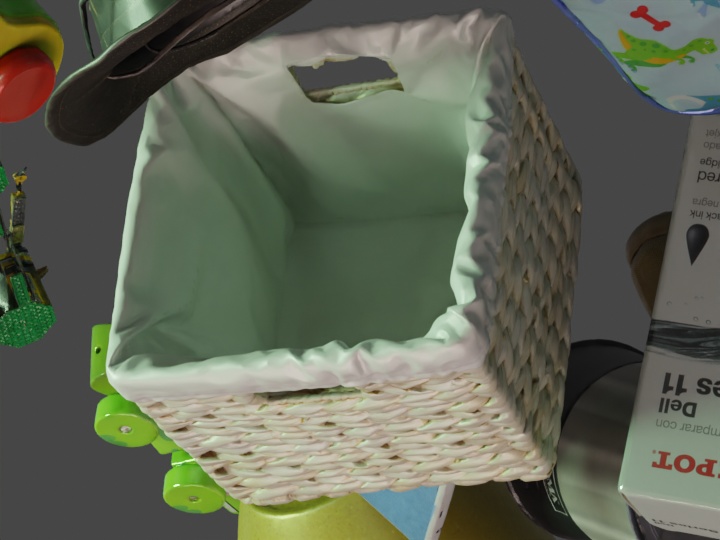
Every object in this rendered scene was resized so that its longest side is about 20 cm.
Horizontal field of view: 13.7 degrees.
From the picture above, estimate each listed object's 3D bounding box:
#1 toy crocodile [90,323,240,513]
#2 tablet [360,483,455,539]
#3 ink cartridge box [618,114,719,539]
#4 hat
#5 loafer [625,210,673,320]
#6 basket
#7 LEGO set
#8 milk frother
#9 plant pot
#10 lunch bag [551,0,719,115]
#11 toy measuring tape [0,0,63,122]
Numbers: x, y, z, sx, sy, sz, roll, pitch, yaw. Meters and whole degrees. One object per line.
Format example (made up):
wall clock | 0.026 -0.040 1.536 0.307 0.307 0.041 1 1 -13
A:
toy crocodile | -0.104 0.087 1.772 0.062 0.068 0.200 -11 142 26
tablet | -0.023 0.061 1.661 0.200 0.014 0.130 41 151 18
ink cartridge box | 0.218 0.035 1.468 0.146 0.201 0.083 8 169 18
hat | -0.089 -0.142 1.390 0.081 0.200 0.201 54 140 4
loafer | 0.236 0.027 1.604 0.199 0.068 0.076 12 147 -6
basket | 0.000 0.000 1.498 0.198 0.201 0.161 -6 146 22
LEGO set | -0.254 -0.033 1.619 0.153 0.116 0.200 -27 147 -1
milk frother | 0.209 0.114 1.638 0.181 0.200 0.188 67 165 -12
plant pot | 0.004 0.163 1.778 0.199 0.200 0.142 -13 123 29
lunch bag | 0.159 -0.158 1.330 0.160 0.083 0.200 -15 141 28
toy measuring tape | -0.173 -0.136 1.466 0.073 0.074 0.200 14 129 -9
